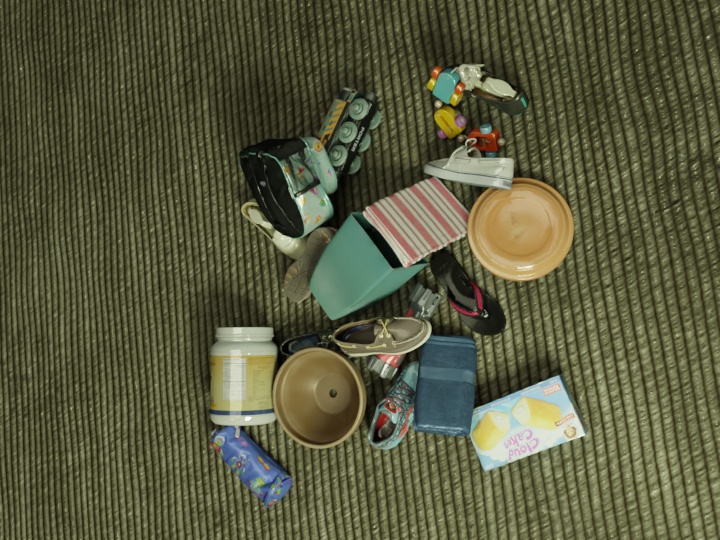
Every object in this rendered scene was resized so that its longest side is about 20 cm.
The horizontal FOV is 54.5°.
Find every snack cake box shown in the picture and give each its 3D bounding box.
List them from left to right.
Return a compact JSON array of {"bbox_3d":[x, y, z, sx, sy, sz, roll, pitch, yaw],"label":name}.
[{"bbox_3d":[0.304,0.283,1.299,0.200,0.067,0.115,-27,75,18],"label":"snack cake box"}]

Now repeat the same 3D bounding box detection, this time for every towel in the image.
[{"bbox_3d":[0.120,-0.100,1.372,0.147,0.200,0.030,53,148,18],"label":"towel"},{"bbox_3d":[0.162,0.216,1.328,0.111,0.049,0.201,5,55,8],"label":"towel"}]

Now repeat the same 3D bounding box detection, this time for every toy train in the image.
[{"bbox_3d":[-0.037,-0.294,1.488,0.114,0.085,0.201,27,95,32],"label":"toy train"},{"bbox_3d":[0.212,-0.319,1.372,0.150,0.056,0.200,9,133,41],"label":"toy train"}]

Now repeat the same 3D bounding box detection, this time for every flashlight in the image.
[{"bbox_3d":[0.084,0.120,1.408,0.068,0.068,0.200,28,93,-14],"label":"flashlight"}]

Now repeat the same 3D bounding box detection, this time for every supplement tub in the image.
[{"bbox_3d":[-0.246,0.221,1.486,0.144,0.144,0.201,-3,84,22],"label":"supplement tub"}]

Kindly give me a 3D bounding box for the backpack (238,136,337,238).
[{"bbox_3d":[-0.139,-0.173,1.438,0.176,0.153,0.201,9,122,51],"label":"backpack"}]

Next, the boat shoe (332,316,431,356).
[{"bbox_3d":[0.039,0.124,1.360,0.199,0.059,0.072,-12,60,30],"label":"boat shoe"}]

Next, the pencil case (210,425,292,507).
[{"bbox_3d":[-0.234,0.409,1.498,0.200,0.078,0.087,41,123,19],"label":"pencil case"}]

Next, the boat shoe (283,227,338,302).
[{"bbox_3d":[-0.095,-0.011,1.487,0.076,0.072,0.200,46,123,15],"label":"boat shoe"}]

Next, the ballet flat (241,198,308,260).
[{"bbox_3d":[-0.186,-0.090,1.534,0.200,0.069,0.070,40,100,20],"label":"ballet flat"}]

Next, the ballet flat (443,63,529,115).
[{"bbox_3d":[0.244,-0.372,1.385,0.200,0.068,0.068,28,85,22],"label":"ballet flat"}]

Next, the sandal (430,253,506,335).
[{"bbox_3d":[0.204,0.049,1.373,0.075,0.045,0.200,-43,71,13],"label":"sandal"}]

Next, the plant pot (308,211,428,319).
[{"bbox_3d":[0.000,0.000,1.411,0.200,0.141,0.141,-47,70,30],"label":"plant pot"}]

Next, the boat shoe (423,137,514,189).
[{"bbox_3d":[0.211,-0.212,1.356,0.202,0.074,0.086,17,98,47],"label":"boat shoe"}]

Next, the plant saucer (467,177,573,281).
[{"bbox_3d":[0.304,-0.081,1.333,0.199,0.032,0.201,-2,79,11],"label":"plant saucer"}]

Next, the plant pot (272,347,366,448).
[{"bbox_3d":[-0.072,0.258,1.439,0.200,0.093,0.202,-2,84,22],"label":"plant pot"}]

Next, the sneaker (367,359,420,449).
[{"bbox_3d":[0.079,0.269,1.375,0.079,0.095,0.201,28,93,21],"label":"sneaker"}]

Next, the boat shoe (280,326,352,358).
[{"bbox_3d":[-0.075,0.156,1.470,0.199,0.057,0.069,-12,80,21],"label":"boat shoe"}]
